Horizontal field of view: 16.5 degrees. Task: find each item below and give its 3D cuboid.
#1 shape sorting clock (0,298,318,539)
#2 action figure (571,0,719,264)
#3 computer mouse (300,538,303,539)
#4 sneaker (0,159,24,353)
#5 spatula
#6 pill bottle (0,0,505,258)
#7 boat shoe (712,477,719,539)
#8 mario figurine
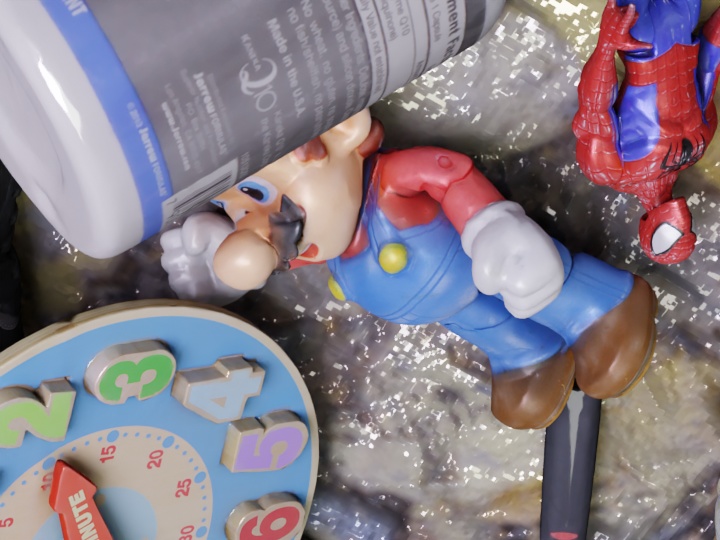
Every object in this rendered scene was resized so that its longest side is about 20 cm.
[{"bbox_3d":[-0.096,0.100,0.875,0.199,0.039,0.201,-20,130,-26],"label":"shape sorting clock"},{"bbox_3d":[0.100,-0.092,0.844,0.065,0.052,0.201,-23,124,-28],"label":"action figure"},{"bbox_3d":[-0.117,0.138,0.962,0.200,0.046,0.141,-29,116,13],"label":"computer mouse"},{"bbox_3d":[-0.139,-0.027,0.863,0.087,0.076,0.200,-28,124,-6],"label":"sneaker"},{"bbox_3d":[0.078,0.119,0.973,0.056,0.021,0.201,4,117,1],"label":"spatula"},{"bbox_3d":[-0.026,-0.099,0.771,0.200,0.114,0.114,-32,117,-17],"label":"pill bottle"},{"bbox_3d":[0.170,0.055,0.919,0.063,0.073,0.201,31,111,-5],"label":"boat shoe"},{"bbox_3d":[0.000,0.000,0.863,0.200,0.106,0.124,31,114,-18],"label":"mario figurine"}]
